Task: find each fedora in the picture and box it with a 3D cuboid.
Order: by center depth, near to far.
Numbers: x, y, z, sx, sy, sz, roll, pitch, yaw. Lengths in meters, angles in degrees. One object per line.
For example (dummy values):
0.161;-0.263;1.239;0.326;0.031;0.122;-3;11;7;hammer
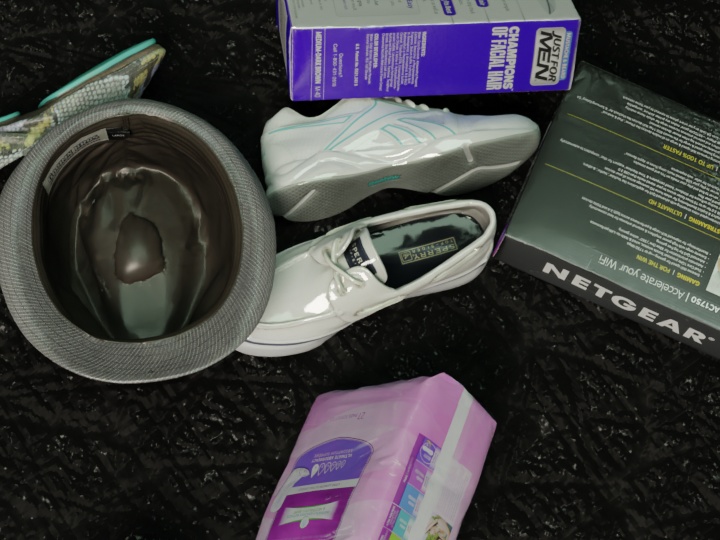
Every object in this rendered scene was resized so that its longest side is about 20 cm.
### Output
-0.145;-0.009;0.971;0.176;0.090;0.201;-13;71;-11;fedora

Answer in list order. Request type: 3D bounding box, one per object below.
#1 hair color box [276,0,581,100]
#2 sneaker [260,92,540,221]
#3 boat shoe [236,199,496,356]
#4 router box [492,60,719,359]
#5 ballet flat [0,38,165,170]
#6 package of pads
0.044;-0.175;1.045;0.199;0.065;0.109;-4;39;-6;hair color box
0.027;-0.093;1.032;0.199;0.071;0.081;-9;63;-9;sneaker
0.000;0.000;0.994;0.199;0.066;0.072;-15;71;-11;boat shoe
0.212;-0.039;1.037;0.199;0.051;0.150;25;70;5;router box
-0.215;-0.090;1.018;0.200;0.072;0.072;-27;74;-15;ballet flat
-0.005;0.161;0.888;0.076;0.120;0.200;39;57;-25;package of pads
